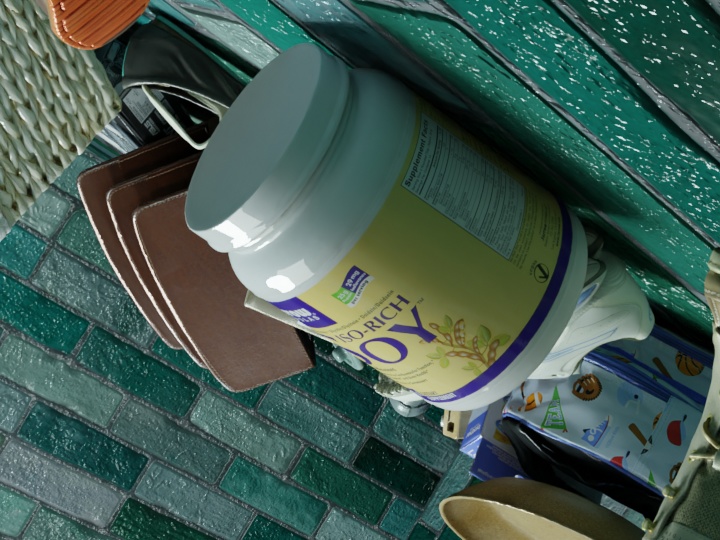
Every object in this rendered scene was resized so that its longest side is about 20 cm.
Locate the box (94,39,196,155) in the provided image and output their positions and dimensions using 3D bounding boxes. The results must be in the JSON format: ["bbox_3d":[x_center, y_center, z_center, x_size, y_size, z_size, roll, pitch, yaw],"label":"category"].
[{"bbox_3d":[-0.210,-0.147,1.295,0.157,0.050,0.200,34,170,25],"label":"box"}]

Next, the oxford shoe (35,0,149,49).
[{"bbox_3d":[-0.180,-0.195,0.902,0.073,0.071,0.200,50,176,16],"label":"oxford shoe"}]

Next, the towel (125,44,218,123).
[{"bbox_3d":[-0.134,-0.144,1.346,0.200,0.022,0.147,32,175,-31],"label":"towel"}]

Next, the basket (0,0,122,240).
[{"bbox_3d":[-0.310,-0.158,1.107,0.198,0.161,0.200,27,152,38],"label":"basket"}]

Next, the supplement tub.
[{"bbox_3d":[0.015,-0.024,0.867,0.200,0.146,0.145,33,175,-25],"label":"supplement tub"}]

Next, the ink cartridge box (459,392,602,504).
[{"bbox_3d":[0.153,0.116,1.230,0.119,0.200,0.042,33,140,-13],"label":"ink cartridge box"}]

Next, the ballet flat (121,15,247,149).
[{"bbox_3d":[-0.087,-0.108,1.107,0.200,0.069,0.068,31,174,1],"label":"ballet flat"}]

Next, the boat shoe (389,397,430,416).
[{"bbox_3d":[0.047,0.045,1.254,0.072,0.062,0.200,12,-149,-3],"label":"boat shoe"}]

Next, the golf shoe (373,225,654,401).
[{"bbox_3d":[0.098,0.051,0.982,0.200,0.079,0.097,-28,125,38],"label":"golf shoe"}]

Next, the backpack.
[{"bbox_3d":[0.203,0.115,1.113,0.190,0.155,0.200,22,169,0],"label":"backpack"}]

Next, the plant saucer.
[{"bbox_3d":[0.155,0.203,1.121,0.200,0.036,0.200,24,160,10],"label":"plant saucer"}]

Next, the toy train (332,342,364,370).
[{"bbox_3d":[-0.027,0.003,1.357,0.200,0.085,0.114,47,165,23],"label":"toy train"}]

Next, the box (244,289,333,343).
[{"bbox_3d":[0.000,0.000,1.208,0.121,0.033,0.200,22,-150,9],"label":"box"}]

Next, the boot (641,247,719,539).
[{"bbox_3d":[0.197,0.083,0.779,0.072,0.155,0.200,28,175,33],"label":"boot"}]

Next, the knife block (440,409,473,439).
[{"bbox_3d":[0.168,0.104,1.321,0.175,0.064,0.200,6,-173,9],"label":"knife block"}]

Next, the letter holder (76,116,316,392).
[{"bbox_3d":[-0.139,0.000,1.242,0.101,0.142,0.200,-99,-13,-55],"label":"letter holder"}]
